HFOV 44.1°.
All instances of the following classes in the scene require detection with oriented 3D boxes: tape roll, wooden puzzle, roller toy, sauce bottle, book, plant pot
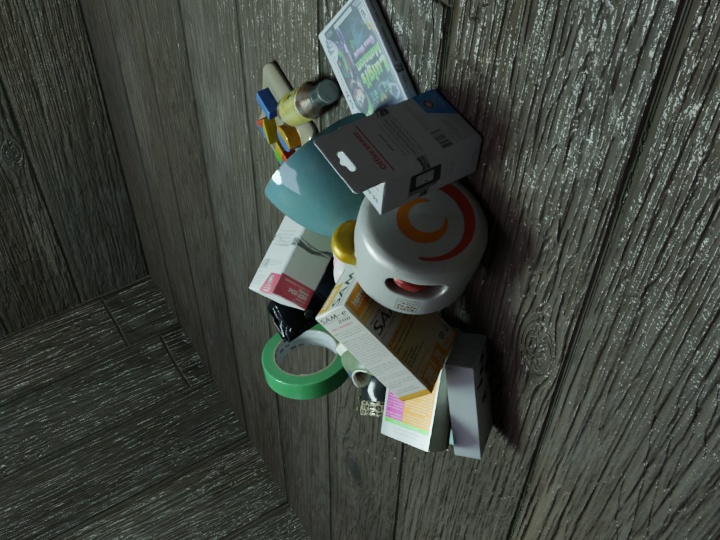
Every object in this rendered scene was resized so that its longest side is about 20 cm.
[{"bbox_3d":[-0.118,0.198,1.978,0.200,0.200,0.048,43,149,45],"label":"tape roll"},{"bbox_3d":[-0.159,-0.282,1.762,0.186,0.046,0.200,59,158,16],"label":"wooden puzzle"},{"bbox_3d":[0.078,-0.036,1.266,0.183,0.200,0.140,51,156,18],"label":"roller toy"},{"bbox_3d":[-0.089,-0.296,1.559,0.200,0.065,0.065,-2,112,66],"label":"sauce bottle"},{"bbox_3d":[0.096,0.185,1.475,0.133,0.048,0.201,9,92,50],"label":"book"},{"bbox_3d":[-0.029,-0.126,1.377,0.135,0.200,0.200,52,158,6],"label":"plant pot"}]

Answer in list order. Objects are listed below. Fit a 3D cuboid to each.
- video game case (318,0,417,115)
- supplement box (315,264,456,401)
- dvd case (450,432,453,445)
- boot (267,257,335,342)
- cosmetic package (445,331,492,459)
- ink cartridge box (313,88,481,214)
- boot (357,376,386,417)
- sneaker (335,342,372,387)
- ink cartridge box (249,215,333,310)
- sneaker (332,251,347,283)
[{"bbox_3d":[0.007,-0.313,1.362,0.182,0.023,0.200,66,159,-3],"label":"video game case"},{"bbox_3d":[0.043,0.085,1.351,0.200,0.126,0.073,45,139,-19],"label":"supplement box"},{"bbox_3d":[0.123,0.254,1.715,0.200,0.022,0.147,7,119,68],"label":"dvd case"},{"bbox_3d":[-0.110,0.042,1.832,0.076,0.168,0.201,42,148,46],"label":"boot"},{"bbox_3d":[0.178,0.204,1.432,0.050,0.083,0.201,8,129,23],"label":"cosmetic package"},{"bbox_3d":[0.047,-0.154,1.193,0.116,0.199,0.067,53,157,29],"label":"ink cartridge box"},{"bbox_3d":[0.017,0.212,1.781,0.200,0.073,0.151,-5,82,61],"label":"boot"},{"bbox_3d":[0.033,0.132,1.497,0.200,0.067,0.090,-42,64,48],"label":"sneaker"},{"bbox_3d":[-0.120,-0.033,1.729,0.085,0.201,0.146,28,172,-23],"label":"ink cartridge box"},{"bbox_3d":[0.000,0.000,1.523,0.200,0.075,0.105,43,-138,-68],"label":"sneaker"}]
